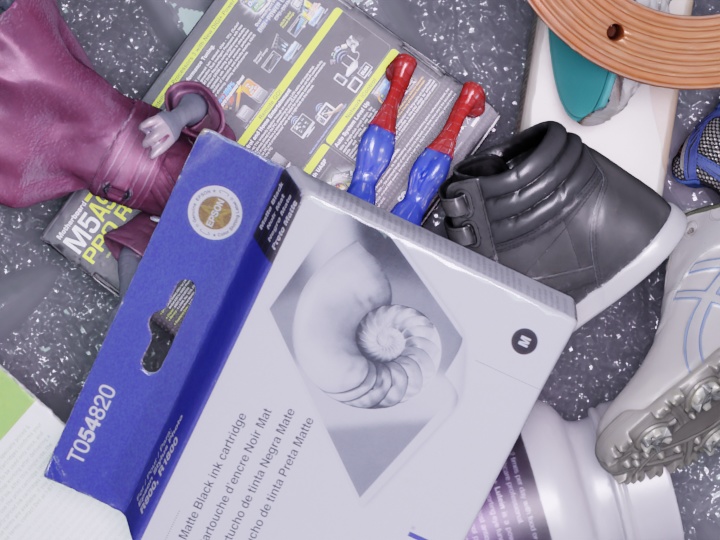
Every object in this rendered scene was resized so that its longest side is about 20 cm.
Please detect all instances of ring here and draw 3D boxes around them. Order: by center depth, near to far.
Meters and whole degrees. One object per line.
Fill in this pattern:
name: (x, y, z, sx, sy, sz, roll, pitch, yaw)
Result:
ring: (0.157, -0.185, 1.221, 0.200, 0.019, 0.201, -1, 99, -7)

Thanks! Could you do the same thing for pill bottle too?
pill bottle: (0.060, 0.130, 1.339, 0.199, 0.111, 0.112, -16, 89, 1)

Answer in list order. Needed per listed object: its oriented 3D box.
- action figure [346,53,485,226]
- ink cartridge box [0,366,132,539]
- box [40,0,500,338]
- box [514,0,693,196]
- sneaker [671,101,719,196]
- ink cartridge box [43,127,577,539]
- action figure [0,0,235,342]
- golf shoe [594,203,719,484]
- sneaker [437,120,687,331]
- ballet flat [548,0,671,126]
action figure: (0.000, 0.000, 1.329, 0.065, 0.099, 0.200, 23, 68, 3)
ink cartridge box: (-0.164, 0.157, 1.355, 0.200, 0.076, 0.148, 42, 91, 2)
box: (-0.046, -0.049, 1.377, 0.160, 0.044, 0.200, 36, 90, 2)
box: (0.125, -0.107, 1.350, 0.078, 0.095, 0.201, 9, 91, 1)
sneaker: (0.234, -0.004, 1.365, 0.078, 0.075, 0.200, -33, 81, 9)
ink cartridge box: (-0.027, 0.062, 1.242, 0.200, 0.041, 0.200, 24, 104, -3)
action figure: (-0.124, -0.058, 1.324, 0.200, 0.149, 0.134, 25, 121, -13)
golf shoe: (0.176, 0.020, 1.298, 0.200, 0.078, 0.097, -41, 60, -13)
sneaker: (0.055, 0.005, 1.281, 0.200, 0.071, 0.099, -41, 102, 12)
ballet flat: (0.130, -0.172, 1.276, 0.072, 0.072, 0.201, -3, 92, 1)
